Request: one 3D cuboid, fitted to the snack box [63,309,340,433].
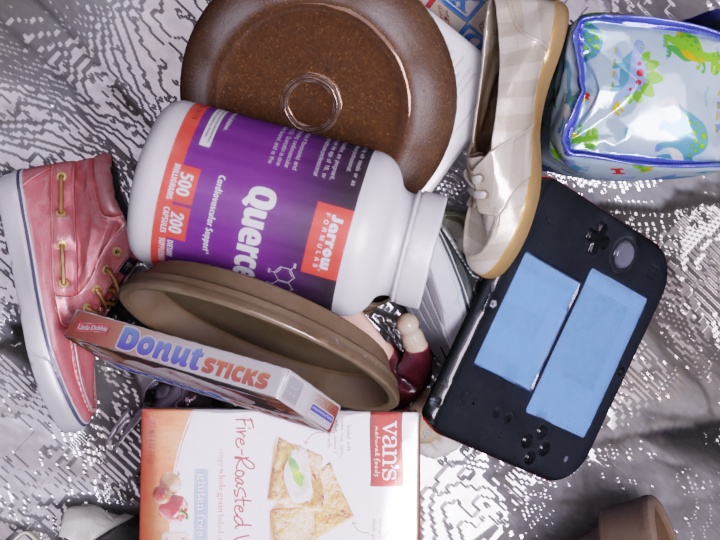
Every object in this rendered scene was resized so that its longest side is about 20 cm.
[{"bbox_3d":[-0.112,0.068,1.071,0.199,0.072,0.024,13,74,35],"label":"snack box"}]

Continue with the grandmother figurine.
[{"bbox_3d":[0.004,0.071,1.145,0.200,0.121,0.061,42,53,-23],"label":"grandmother figurine"}]

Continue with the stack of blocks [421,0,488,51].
[{"bbox_3d":[0.049,-0.259,1.138,0.200,0.115,0.059,39,55,-5],"label":"stack of blocks"}]

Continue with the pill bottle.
[{"bbox_3d":[-0.047,-0.037,1.026,0.199,0.112,0.113,15,90,3],"label":"pill bottle"}]

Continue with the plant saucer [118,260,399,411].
[{"bbox_3d":[-0.064,0.042,1.025,0.199,0.200,0.030,23,75,-5],"label":"plant saucer"}]

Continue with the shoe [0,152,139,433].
[{"bbox_3d":[-0.204,0.015,1.150,0.090,0.071,0.202,-13,88,1],"label":"shoe"}]

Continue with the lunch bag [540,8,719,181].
[{"bbox_3d":[0.232,-0.123,1.135,0.198,0.170,0.128,7,93,-4],"label":"lunch bag"}]

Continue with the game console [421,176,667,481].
[{"bbox_3d":[0.143,0.049,1.152,0.176,0.031,0.201,27,88,-45],"label":"game console"}]

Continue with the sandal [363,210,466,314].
[{"bbox_3d":[0.001,-0.001,1.174,0.200,0.057,0.080,-19,92,-3],"label":"sandal"}]

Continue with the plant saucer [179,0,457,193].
[{"bbox_3d":[-0.033,-0.118,1.078,0.199,0.037,0.202,2,107,6],"label":"plant saucer"}]

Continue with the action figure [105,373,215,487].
[{"bbox_3d":[-0.104,0.137,1.166,0.130,0.069,0.200,-45,90,5],"label":"action figure"}]

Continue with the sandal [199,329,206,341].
[{"bbox_3d":[-0.120,-0.033,1.157,0.054,0.080,0.202,5,78,-39],"label":"sandal"}]

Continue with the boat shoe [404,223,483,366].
[{"bbox_3d":[0.075,0.017,1.150,0.071,0.072,0.201,-39,133,-15],"label":"boat shoe"}]

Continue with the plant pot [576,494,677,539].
[{"bbox_3d":[0.163,0.284,1.140,0.173,0.200,0.202,-17,93,13],"label":"plant pot"}]

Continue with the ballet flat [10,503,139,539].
[{"bbox_3d":[-0.223,0.218,1.158,0.199,0.068,0.069,-26,85,-4],"label":"ballet flat"}]

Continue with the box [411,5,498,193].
[{"bbox_3d":[-0.005,-0.151,1.151,0.200,0.097,0.125,38,88,-5],"label":"box"}]

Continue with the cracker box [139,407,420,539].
[{"bbox_3d":[-0.056,0.166,1.102,0.198,0.058,0.135,0,86,0],"label":"cracker box"}]

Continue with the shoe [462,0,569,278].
[{"bbox_3d":[0.096,-0.096,1.082,0.053,0.070,0.202,12,90,-21],"label":"shoe"}]
